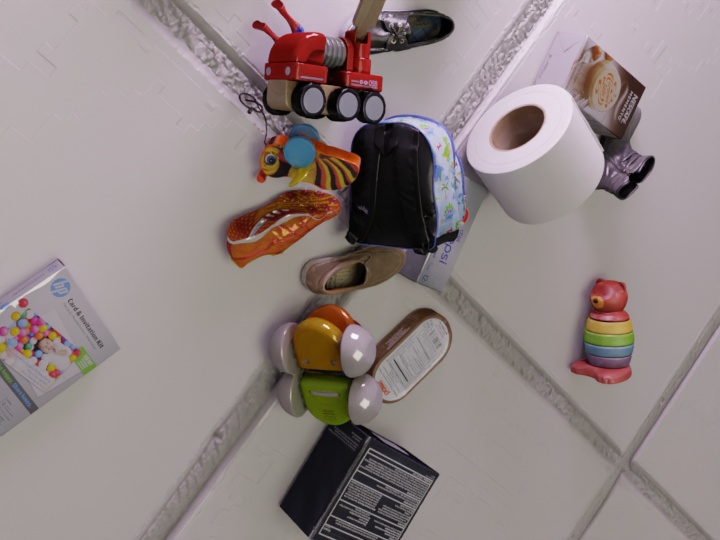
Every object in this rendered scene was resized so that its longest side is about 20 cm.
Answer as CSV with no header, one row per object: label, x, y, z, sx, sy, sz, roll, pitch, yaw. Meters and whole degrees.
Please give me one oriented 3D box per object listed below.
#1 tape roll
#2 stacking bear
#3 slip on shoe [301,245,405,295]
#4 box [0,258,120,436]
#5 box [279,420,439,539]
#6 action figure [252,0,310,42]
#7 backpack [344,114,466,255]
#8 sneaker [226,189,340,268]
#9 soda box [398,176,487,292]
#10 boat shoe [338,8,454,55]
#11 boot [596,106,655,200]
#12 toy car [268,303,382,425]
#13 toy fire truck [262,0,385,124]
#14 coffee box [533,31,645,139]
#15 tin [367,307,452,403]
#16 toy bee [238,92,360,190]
tape roll,0.300,-0.200,1.560,0.203,0.202,0.139,-51,126,-9
stacking bear,0.516,0.119,1.888,0.113,0.121,0.202,-7,103,-31
slip on shoe,0.000,0.000,1.508,0.199,0.060,0.077,-9,111,-33
box,-0.453,0.105,1.240,0.200,0.041,0.157,-38,124,-20
box,-0.002,0.390,1.604,0.200,0.123,0.199,35,84,-36
action figure,-0.079,-0.315,1.350,0.066,0.052,0.200,-50,132,-3
backpack,0.074,-0.145,1.440,0.147,0.182,0.202,-27,119,-51
sneaker,-0.121,-0.069,1.407,0.199,0.073,0.078,-23,140,-23
soda box,0.143,-0.069,1.582,0.068,0.063,0.201,21,93,-37
boat shoe,0.060,-0.378,1.419,0.199,0.056,0.069,-19,117,-29
boot,0.519,-0.227,1.747,0.070,0.131,0.201,35,85,-37
toy car,-0.045,0.151,1.489,0.150,0.173,0.202,-52,138,-57
toy fire truck,-0.035,-0.315,1.286,0.175,0.128,0.202,-2,100,-40
coffee box,0.425,-0.340,1.674,0.199,0.080,0.115,24,92,-38
tin,0.085,0.154,1.639,0.200,0.042,0.112,-43,121,-15
toy bee,-0.104,-0.171,1.361,0.109,0.200,0.131,-56,171,30
